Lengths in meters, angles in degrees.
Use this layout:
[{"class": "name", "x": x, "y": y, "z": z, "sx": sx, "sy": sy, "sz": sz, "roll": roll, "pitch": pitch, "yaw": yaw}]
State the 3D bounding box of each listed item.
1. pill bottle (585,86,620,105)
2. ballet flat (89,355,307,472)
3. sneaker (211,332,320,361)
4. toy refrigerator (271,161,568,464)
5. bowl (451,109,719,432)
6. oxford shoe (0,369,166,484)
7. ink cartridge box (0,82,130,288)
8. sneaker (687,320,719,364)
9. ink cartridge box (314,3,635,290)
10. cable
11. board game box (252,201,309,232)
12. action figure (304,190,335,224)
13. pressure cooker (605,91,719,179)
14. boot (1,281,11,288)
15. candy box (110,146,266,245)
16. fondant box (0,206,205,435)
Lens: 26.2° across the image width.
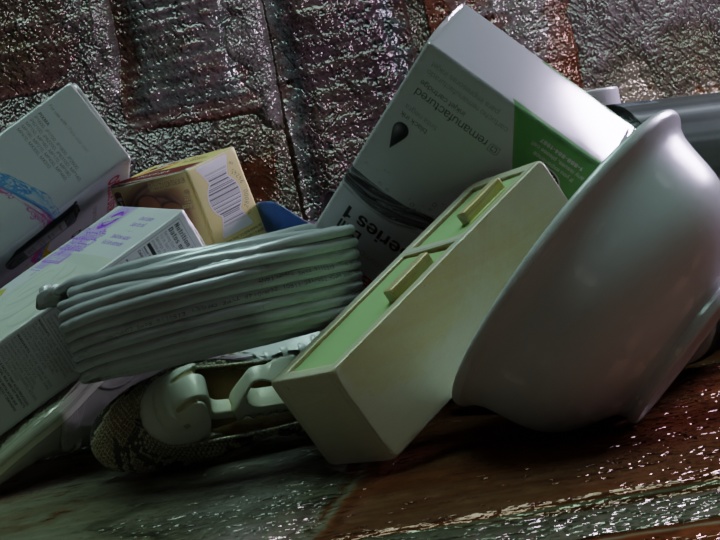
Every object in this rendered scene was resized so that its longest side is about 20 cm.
[{"class": "pill bottle", "x": 0.205, "y": -0.053, "z": 1.343, "sx": 0.103, "sy": 0.203, "sz": 0.104, "roll": -11, "pitch": 3, "yaw": 1}, {"class": "ballet flat", "x": -0.079, "y": 0.082, "z": 1.004, "sx": 0.197, "sy": 0.069, "sz": 0.075, "roll": -9, "pitch": -21, "yaw": -11}, {"class": "sneaker", "x": -0.053, "y": 0.078, "z": 1.114, "sx": 0.198, "sy": 0.074, "sz": 0.116, "roll": -20, "pitch": 3, "yaw": 8}, {"class": "toy refrigerator", "x": 0.043, "y": 0.021, "z": 0.917, "sx": 0.200, "sy": 0.070, "sz": 0.076, "roll": -43, "pitch": 14, "yaw": -29}, {"class": "bowl", "x": 0.145, "y": 0.019, "z": 0.852, "sx": 0.201, "sy": 0.090, "sz": 0.202, "roll": -47, "pitch": -16, "yaw": -17}, {"class": "oxford shoe", "x": -0.200, "y": 0.101, "z": 1.086, "sx": 0.075, "sy": 0.058, "sz": 0.200, "roll": -5, "pitch": 29, "yaw": 49}, {"class": "ink cartridge box", "x": -0.288, "y": -0.044, "z": 1.257, "sx": 0.199, "sy": 0.086, "sz": 0.148, "roll": -37, "pitch": -4, "yaw": -16}, {"class": "sneaker", "x": 0.147, "y": 0.049, "z": 1.010, "sx": 0.198, "sy": 0.076, "sz": 0.106, "roll": -7, "pitch": -6, "yaw": 28}, {"class": "ink cartridge box", "x": 0.067, "y": -0.051, "z": 1.048, "sx": 0.201, "sy": 0.145, "sz": 0.084, "roll": -57, "pitch": -3, "yaw": 35}, {"class": "cable", "x": -0.093, "y": 0.020, "z": 0.982, "sx": 0.198, "sy": 0.070, "sz": 0.200, "roll": -13, "pitch": 0, "yaw": -25}, {"class": "board game box", "x": 0.000, "y": 0.000, "z": 1.219, "sx": 0.199, "sy": 0.039, "sz": 0.158, "roll": 31, "pitch": -20, "yaw": 20}, {"class": "action figure", "x": 0.039, "y": -0.040, "z": 1.410, "sx": 0.198, "sy": 0.070, "sz": 0.130, "roll": -9, "pitch": -8, "yaw": -36}, {"class": "pressure cooker", "x": 0.263, "y": -0.047, "z": 1.155, "sx": 0.197, "sy": 0.180, "sz": 0.177, "roll": -8, "pitch": 44, "yaw": -17}, {"class": "boot", "x": -0.226, "y": 0.052, "z": 1.227, "sx": 0.198, "sy": 0.133, "sz": 0.070, "roll": -23, "pitch": -4, "yaw": 23}, {"class": "candy box", "x": -0.114, "y": 0.011, "z": 1.225, "sx": 0.055, "sy": 0.202, "sz": 0.115, "roll": -28, "pitch": 13, "yaw": -37}, {"class": "fondant box", "x": -0.216, "y": 0.032, "z": 1.114, "sx": 0.199, "sy": 0.059, "sz": 0.144, "roll": -36, "pitch": 19, "yaw": -21}]
